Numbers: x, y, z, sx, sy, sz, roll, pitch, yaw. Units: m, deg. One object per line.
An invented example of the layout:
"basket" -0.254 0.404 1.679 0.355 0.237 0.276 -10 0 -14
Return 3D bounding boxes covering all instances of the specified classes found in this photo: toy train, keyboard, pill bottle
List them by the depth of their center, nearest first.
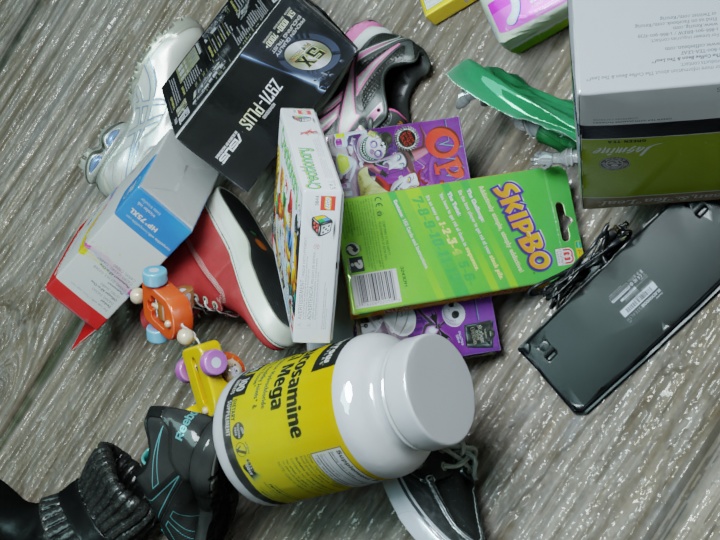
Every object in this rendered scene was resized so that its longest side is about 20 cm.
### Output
"pill bottle" -0.013 0.113 1.188 0.199 0.112 0.114 -19 61 38
"keyboard" 0.215 0.013 1.211 0.200 0.040 0.104 -44 77 12
"toy train" -0.147 0.099 1.373 0.150 0.055 0.203 27 126 51

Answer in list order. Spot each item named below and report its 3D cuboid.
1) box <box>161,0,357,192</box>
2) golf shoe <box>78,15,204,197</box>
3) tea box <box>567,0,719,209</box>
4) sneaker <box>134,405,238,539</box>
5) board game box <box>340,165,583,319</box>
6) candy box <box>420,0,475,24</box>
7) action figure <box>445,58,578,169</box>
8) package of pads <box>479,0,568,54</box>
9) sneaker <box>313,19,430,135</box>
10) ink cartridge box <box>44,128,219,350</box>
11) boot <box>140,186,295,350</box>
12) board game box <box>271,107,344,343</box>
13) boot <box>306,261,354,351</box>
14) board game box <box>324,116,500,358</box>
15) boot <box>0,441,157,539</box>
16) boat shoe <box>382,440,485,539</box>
"box" -0.098 -0.185 1.407 0.164 0.086 0.200 -51 20 8
"golf shoe" -0.196 -0.154 1.542 0.097 0.078 0.202 32 97 21
"tea box" 0.251 -0.147 1.099 0.197 0.197 0.135 -4 67 7
"sneaker" -0.149 0.186 1.305 0.078 0.202 0.076 21 43 12
"board game box" 0.081 -0.024 1.245 0.197 0.030 0.097 -10 79 -5
"candy box" 0.133 -0.316 1.390 0.199 0.026 0.103 -27 59 24
"action figure" 0.173 -0.111 1.250 0.199 0.118 0.055 32 117 29
"package of pads" 0.178 -0.302 1.302 0.199 0.068 0.156 -27 79 23
"sneaker" -0.003 -0.131 1.380 0.086 0.080 0.202 19 85 38
"ink cartridge box" -0.228 -0.027 1.452 0.200 0.067 0.117 -42 17 29
"boot" -0.136 0.034 1.417 0.144 0.072 0.201 -45 45 13
"board game box" -0.046 -0.042 1.248 0.200 0.034 0.128 -109 22 -65
"boot" 0.000 0.000 1.327 0.202 0.073 0.096 -68 10 -11
"board game box" 0.041 -0.021 1.269 0.118 0.032 0.203 -8 81 -11
"boot" -0.286 0.219 1.438 0.210 0.079 0.159 37 102 28
"boat shoe" 0.060 0.155 1.229 0.068 0.073 0.200 -49 41 21
